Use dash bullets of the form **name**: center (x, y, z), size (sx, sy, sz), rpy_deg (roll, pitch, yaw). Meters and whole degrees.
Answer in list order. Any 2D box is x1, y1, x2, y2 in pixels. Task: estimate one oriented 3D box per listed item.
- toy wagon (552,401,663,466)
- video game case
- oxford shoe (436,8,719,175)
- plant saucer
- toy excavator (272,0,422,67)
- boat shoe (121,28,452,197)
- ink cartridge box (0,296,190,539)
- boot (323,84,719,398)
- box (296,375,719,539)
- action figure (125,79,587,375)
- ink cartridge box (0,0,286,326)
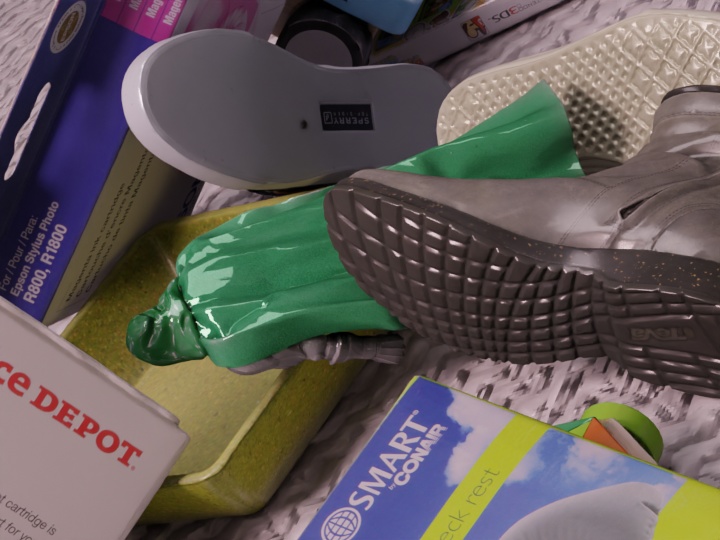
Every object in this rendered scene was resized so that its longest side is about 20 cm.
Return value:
- **toy wagon**: center (0.021, 0.117, 1.013), size (0.200, 0.040, 0.155), rpy_deg (-15, 30, 39)
- **video game case**: center (0.046, -0.165, 1.537), size (0.182, 0.023, 0.200), rpy_deg (-24, 25, 26)
- **oxford shoe**: center (0.120, -0.070, 1.208), size (0.058, 0.075, 0.200), rpy_deg (-7, 0, -45)
- **plant saucer**: center (-0.069, 0.047, 1.257), size (0.200, 0.048, 0.200), rpy_deg (-10, 34, 45)
- **toy excavator**: center (0.020, -0.186, 1.417), size (0.200, 0.194, 0.100), rpy_deg (-61, 5, 36)
- **boat shoe**: center (-0.051, -0.064, 1.317), size (0.091, 0.071, 0.200), rpy_deg (-12, -11, 44)
- **ink cartridge box**: center (-0.186, 0.102, 1.120), size (0.200, 0.145, 0.084), rpy_deg (-57, 30, -5)
- **boot**: center (0.098, -0.024, 1.101), size (0.199, 0.068, 0.131), rpy_deg (15, 47, 27)
- **box**: center (0.048, 0.110, 0.899), size (0.200, 0.048, 0.122), rpy_deg (19, 63, 42)
- **action figure**: center (0.000, 0.000, 1.157), size (0.199, 0.055, 0.118), rpy_deg (-15, 53, -6)
- **ink cartridge box**: center (-0.109, -0.069, 1.332), size (0.197, 0.043, 0.200), rpy_deg (-64, -12, 22)
